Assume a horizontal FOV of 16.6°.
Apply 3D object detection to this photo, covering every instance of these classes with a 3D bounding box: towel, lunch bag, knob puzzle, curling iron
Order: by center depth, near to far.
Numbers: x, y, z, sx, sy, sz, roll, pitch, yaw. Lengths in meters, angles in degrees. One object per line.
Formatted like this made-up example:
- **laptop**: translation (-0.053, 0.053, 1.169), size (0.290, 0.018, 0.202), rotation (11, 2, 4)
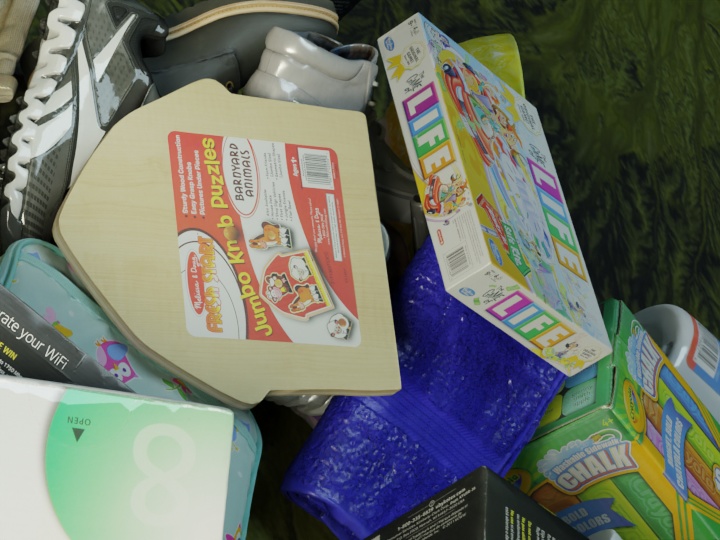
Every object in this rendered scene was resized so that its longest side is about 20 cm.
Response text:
- **lunch bag**: translation (-0.146, 0.080, 1.324), size (0.200, 0.077, 0.160), rotation (42, 32, -20)
- **knob puzzle**: translation (-0.081, -0.013, 1.380), size (0.220, 0.030, 0.220), rotation (12, 62, -25)
- **towel**: translation (0.050, 0.089, 1.492), size (0.148, 0.050, 0.200), rotation (43, 68, -38)
- **curling iron**: translation (0.050, 0.031, 1.584), size (0.050, 0.026, 0.200), rotation (-82, 169, -51)

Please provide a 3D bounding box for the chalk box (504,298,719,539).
- **chalk box**: translation (0.148, 0.114, 1.636), size (0.200, 0.125, 0.124), rotation (49, 29, -23)

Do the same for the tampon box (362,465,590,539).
- **tampon box**: translation (0.088, 0.237, 1.422), size (0.200, 0.150, 0.126), rotation (37, 36, -27)

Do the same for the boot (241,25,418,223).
- **boot**: translation (-0.003, -0.091, 1.518), size (0.074, 0.096, 0.200), rotation (25, 6, 32)

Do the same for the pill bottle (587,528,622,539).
- **pill bottle**: translation (0.188, 0.269, 1.570), size (0.200, 0.113, 0.113), rotation (52, 30, -3)

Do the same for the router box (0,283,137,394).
- **router box**: translation (-0.209, 0.074, 1.184), size (0.200, 0.051, 0.149), rotation (41, 74, -20)

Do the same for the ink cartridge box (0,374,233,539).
- **ink cartridge box**: translation (-0.148, 0.153, 1.148), size (0.161, 0.050, 0.200), rotation (10, 77, -27)

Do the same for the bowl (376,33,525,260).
- **bowl**: translation (0.052, -0.062, 1.698), size (0.108, 0.200, 0.200), rotation (-2, 48, -4)

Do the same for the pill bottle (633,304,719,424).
- **pill bottle**: translation (0.263, 0.125, 1.822), size (0.200, 0.112, 0.112), rotation (42, 32, -22)

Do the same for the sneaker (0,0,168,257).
- **sneaker**: translation (-0.157, -0.082, 1.421), size (0.090, 0.066, 0.200), rotation (15, 62, -7)

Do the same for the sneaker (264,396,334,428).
- **sneaker**: translation (-0.018, 0.065, 1.529), size (0.200, 0.080, 0.088), rotation (44, -5, -38)

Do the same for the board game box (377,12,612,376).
- **board game box**: translation (0.081, -0.047, 1.493), size (0.134, 0.034, 0.200), rotation (34, 32, -45)

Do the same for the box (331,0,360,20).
- **box**: translation (-0.023, -0.318, 1.782), size (0.124, 0.197, 0.200), rotation (-3, 62, -56)

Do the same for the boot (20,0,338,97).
- **boot**: translation (-0.094, -0.090, 1.512), size (0.200, 0.077, 0.138), rotation (-14, 64, -14)

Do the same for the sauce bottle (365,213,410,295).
- **sauce bottle**: translation (0.000, 0.000, 1.529), size (0.065, 0.065, 0.200), rotation (58, -2, 6)

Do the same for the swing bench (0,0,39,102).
- **swing bench**: translation (-0.237, -0.239, 1.439), size (0.130, 0.200, 0.199), rotation (11, 39, -3)
